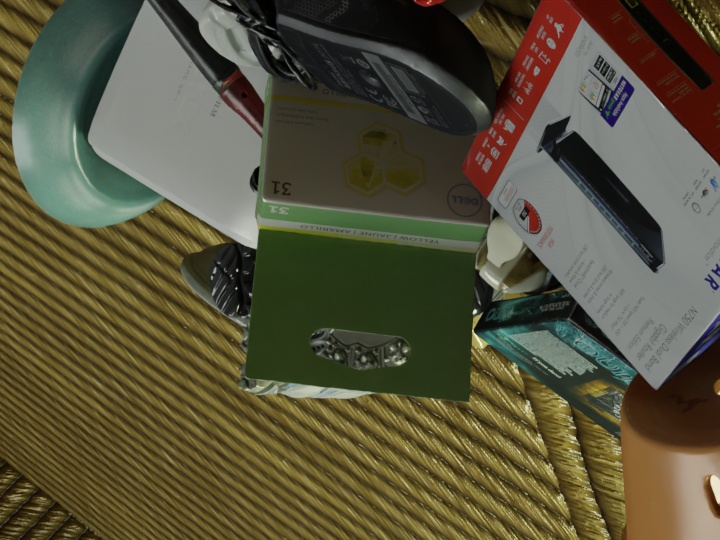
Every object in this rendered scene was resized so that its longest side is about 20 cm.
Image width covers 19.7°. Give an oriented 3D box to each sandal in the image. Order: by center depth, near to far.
[{"bbox_3d":[-0.015,-0.175,1.263,0.202,0.050,0.082,-8,145,32],"label":"sandal"}]

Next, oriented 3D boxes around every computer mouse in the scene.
[{"bbox_3d":[0.003,-0.138,1.192,0.199,0.053,0.139,24,164,32],"label":"computer mouse"}]

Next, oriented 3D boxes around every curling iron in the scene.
[{"bbox_3d":[-0.085,-0.112,1.330,0.026,0.049,0.201,-33,90,48],"label":"curling iron"}]

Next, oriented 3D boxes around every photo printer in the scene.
[{"bbox_3d":[-0.081,-0.113,1.417,0.200,0.167,0.069,31,-171,35],"label":"photo printer"}]

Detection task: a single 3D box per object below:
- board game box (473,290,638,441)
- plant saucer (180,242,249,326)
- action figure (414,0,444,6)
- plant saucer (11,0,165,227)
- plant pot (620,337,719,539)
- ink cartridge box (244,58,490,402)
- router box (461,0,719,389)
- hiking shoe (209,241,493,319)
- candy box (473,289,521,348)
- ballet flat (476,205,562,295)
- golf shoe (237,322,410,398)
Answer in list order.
[{"bbox_3d":[0.186,0.082,1.404,0.200,0.028,0.135,36,161,-17],"label":"board game box"},{"bbox_3d":[-0.051,0.018,1.725,0.199,0.050,0.200,24,-169,-5],"label":"plant saucer"},{"bbox_3d":[0.045,-0.184,1.098,0.065,0.099,0.200,60,167,11],"label":"action figure"},{"bbox_3d":[-0.165,-0.121,1.514,0.036,0.200,0.200,24,153,37],"label":"plant saucer"},{"bbox_3d":[0.238,0.122,1.220,0.200,0.200,0.141,18,135,53],"label":"plant pot"},{"bbox_3d":[0.007,-0.027,1.278,0.145,0.201,0.048,6,153,-5],"label":"ink cartridge box"},{"bbox_3d":[0.152,-0.052,1.144,0.180,0.049,0.200,49,154,14],"label":"router box"},{"bbox_3d":[0.000,0.000,1.456,0.199,0.076,0.101,5,-172,14],"label":"hiking shoe"},{"bbox_3d":[0.027,-0.041,1.507,0.116,0.056,0.200,19,151,51],"label":"candy box"},{"bbox_3d":[0.104,-0.023,1.363,0.074,0.074,0.200,39,161,16],"label":"ballet flat"},{"bbox_3d":[0.002,0.059,1.559,0.199,0.079,0.097,-6,162,45],"label":"golf shoe"}]
